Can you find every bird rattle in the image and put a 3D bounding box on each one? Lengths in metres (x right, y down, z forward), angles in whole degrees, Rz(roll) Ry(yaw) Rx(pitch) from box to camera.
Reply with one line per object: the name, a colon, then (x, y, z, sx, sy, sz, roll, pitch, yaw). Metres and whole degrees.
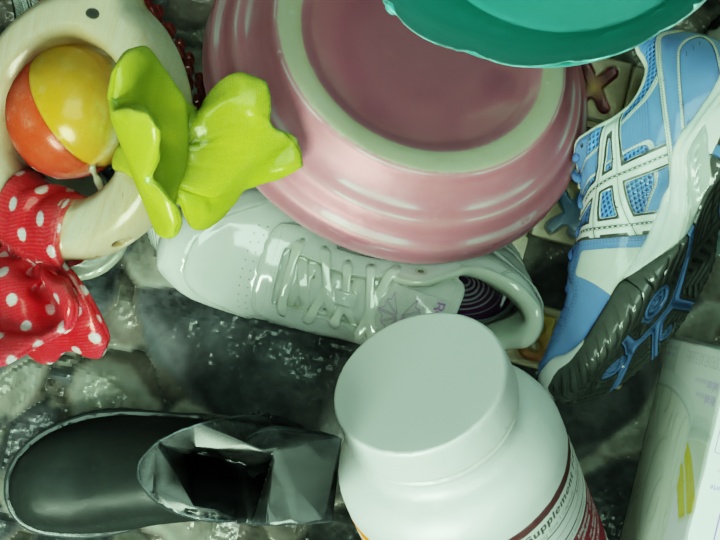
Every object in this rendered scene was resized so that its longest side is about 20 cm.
bird rattle: (-0.130, -0.051, 1.391, 0.200, 0.112, 0.164, -37, 64, 36)

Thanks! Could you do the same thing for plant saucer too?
plant saucer: (0.023, -0.102, 1.429, 0.200, 0.051, 0.201, 9, 59, -15)

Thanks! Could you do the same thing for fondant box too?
fondant box: (0.172, 0.138, 1.447, 0.058, 0.144, 0.201, 13, 90, -6)

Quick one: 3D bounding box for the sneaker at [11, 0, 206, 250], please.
sneaker: (-0.131, -0.099, 1.460, 0.082, 0.078, 0.201, -22, 94, 18)

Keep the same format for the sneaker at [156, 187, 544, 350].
sneaker: (0.000, 0.000, 1.428, 0.199, 0.100, 0.075, 7, 108, -17)

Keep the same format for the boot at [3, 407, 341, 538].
boot: (-0.095, 0.101, 1.395, 0.164, 0.200, 0.066, -9, 92, -5)

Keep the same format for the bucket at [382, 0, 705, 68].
bucket: (0.093, -0.193, 1.345, 0.206, 0.135, 0.208, 1, 97, 9)

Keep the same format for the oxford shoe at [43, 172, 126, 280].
oxford shoe: (-0.203, -0.063, 1.455, 0.200, 0.058, 0.075, 39, 86, -6)

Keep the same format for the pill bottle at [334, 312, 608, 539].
pill bottle: (0.055, 0.116, 1.404, 0.113, 0.113, 0.200, -28, 135, -4)

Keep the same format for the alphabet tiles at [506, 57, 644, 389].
alphabet tiles: (0.060, -0.042, 1.502, 0.199, 0.008, 0.168, 13, 91, -6)

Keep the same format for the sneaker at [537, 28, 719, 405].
sneaker: (0.138, -0.027, 1.435, 0.077, 0.076, 0.201, 29, 93, 23)

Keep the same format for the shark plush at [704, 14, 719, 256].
shark plush: (0.202, -0.036, 1.485, 0.083, 0.091, 0.201, 32, 80, -39)
